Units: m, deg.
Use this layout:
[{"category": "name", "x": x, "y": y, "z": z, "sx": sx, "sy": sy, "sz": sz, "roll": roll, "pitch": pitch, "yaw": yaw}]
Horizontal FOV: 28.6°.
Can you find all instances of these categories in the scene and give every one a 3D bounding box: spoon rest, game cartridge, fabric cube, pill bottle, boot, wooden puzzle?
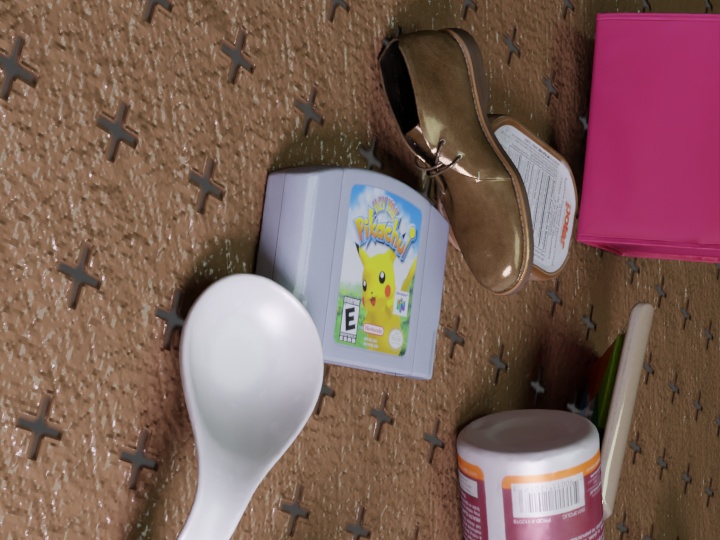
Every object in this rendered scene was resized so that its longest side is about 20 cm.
[{"category": "spoon rest", "x": -0.078, "y": 0.096, "z": 0.816, "sx": 0.099, "sy": 0.060, "sz": 0.201, "roll": 31, "pitch": 66, "yaw": -28}, {"category": "game cartridge", "x": 0.000, "y": 0.000, "z": 0.965, "sx": 0.200, "sy": 0.040, "sz": 0.135, "roll": 15, "pitch": 76, "yaw": -57}, {"category": "fabric cube", "x": 0.316, "y": -0.111, "z": 1.271, "sx": 0.200, "sy": 0.195, "sz": 0.201, "roll": 9, "pitch": 85, "yaw": -69}, {"category": "pill bottle", "x": 0.139, "y": 0.222, "z": 1.127, "sx": 0.114, "sy": 0.113, "sz": 0.202, "roll": -23, "pitch": 112, "yaw": -54}, {"category": "boot", "x": 0.063, "y": -0.075, "z": 1.005, "sx": 0.075, "sy": 0.073, "sz": 0.201, "roll": -9, "pitch": 78, "yaw": -45}, {"category": "wooden puzzle", "x": 0.213, "y": 0.141, "z": 1.257, "sx": 0.200, "sy": 0.037, "sz": 0.186, "roll": 87, "pitch": 18, "yaw": -69}]

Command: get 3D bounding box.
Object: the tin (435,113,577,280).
[{"category": "tin", "x": 0.124, "y": -0.056, "z": 1.151, "sx": 0.200, "sy": 0.042, "sz": 0.113, "roll": 25, "pitch": 76, "yaw": -55}]
